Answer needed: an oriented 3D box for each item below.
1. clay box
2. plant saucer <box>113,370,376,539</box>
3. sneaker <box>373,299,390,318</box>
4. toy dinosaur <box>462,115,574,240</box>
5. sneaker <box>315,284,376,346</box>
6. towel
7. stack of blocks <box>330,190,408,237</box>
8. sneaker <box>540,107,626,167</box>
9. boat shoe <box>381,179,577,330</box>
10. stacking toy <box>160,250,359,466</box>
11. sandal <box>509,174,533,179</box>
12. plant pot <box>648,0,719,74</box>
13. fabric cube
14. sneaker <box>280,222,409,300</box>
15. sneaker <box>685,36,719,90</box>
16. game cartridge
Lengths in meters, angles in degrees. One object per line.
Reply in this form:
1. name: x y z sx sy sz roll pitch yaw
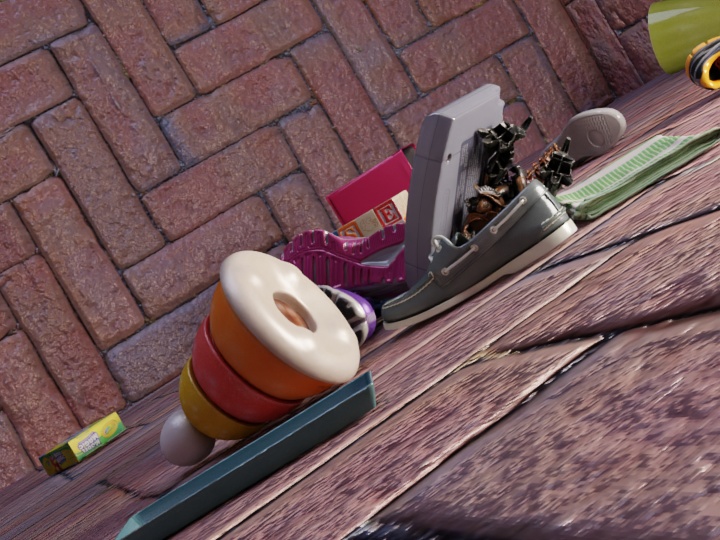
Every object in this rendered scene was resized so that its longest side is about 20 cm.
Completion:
1. clay box: -0.530 0.330 2.080 0.115 0.048 0.200 -34 2 -39
2. plant saucer: -0.073 0.129 0.728 0.199 0.019 0.070 -31 2 0
3. sneaker: -0.025 0.045 1.295 0.198 0.071 0.078 -14 -30 13
4. toy dinosaur: 0.152 -0.078 1.103 0.136 0.101 0.201 103 -176 -46
5. sneaker: -0.018 0.045 1.137 0.083 0.081 0.200 -20 2 -15
6. towel: 0.260 -0.094 1.058 0.152 0.024 0.200 -31 2 3
7. stack of blocks: -0.004 0.000 1.356 0.199 0.116 0.059 -29 3 24
8. sneaker: 0.374 -0.229 1.721 0.118 0.074 0.200 -39 3 -26
9. boat shoe: 0.094 -0.012 0.971 0.199 0.062 0.073 -31 2 23
10. stacking toy: -0.110 0.096 0.934 0.200 0.146 0.146 -48 -3 17
11. sandal: 0.241 -0.132 1.785 0.082 0.050 0.203 -32 2 -14
12. plant pot: 0.853 -0.610 2.723 0.199 0.189 0.187 -11 14 36
13. fabric cube: 0.071 -0.141 2.389 0.198 0.197 0.200 -30 3 15
14. sneaker: 0.000 0.000 1.218 0.198 0.082 0.088 -2 -14 30
15. sneaker: 0.522 -0.295 1.414 0.199 0.078 0.077 -34 14 25
16. game cartridge: 0.093 -0.077 1.099 0.041 0.202 0.133 18 32 24
